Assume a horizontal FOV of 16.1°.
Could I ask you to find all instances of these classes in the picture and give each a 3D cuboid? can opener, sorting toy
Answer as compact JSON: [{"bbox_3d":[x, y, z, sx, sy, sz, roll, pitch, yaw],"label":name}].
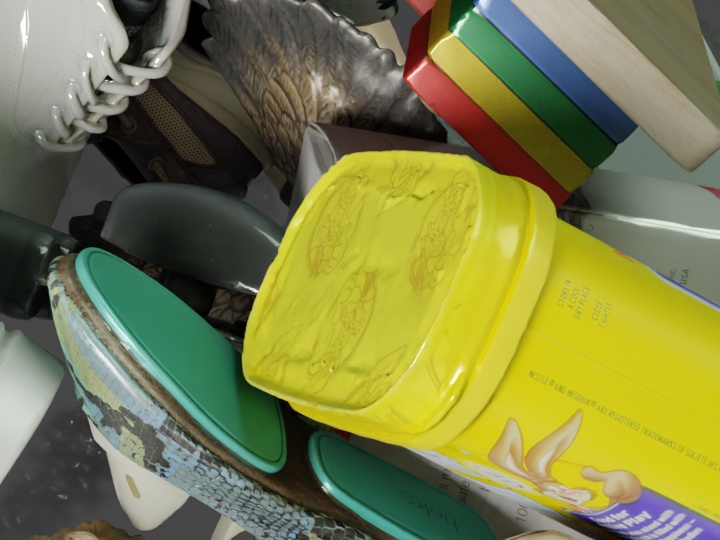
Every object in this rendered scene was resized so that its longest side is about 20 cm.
[{"bbox_3d":[-0.116,-0.012,0.898,0.199,0.067,0.053,16,-1,10],"label":"can opener"},{"bbox_3d":[0.032,-0.120,0.909,0.200,0.070,0.199,42,17,-12],"label":"sorting toy"}]

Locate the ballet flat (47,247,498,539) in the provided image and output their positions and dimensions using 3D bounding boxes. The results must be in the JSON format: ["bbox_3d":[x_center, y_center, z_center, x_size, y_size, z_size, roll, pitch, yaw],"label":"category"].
[{"bbox_3d":[-0.040,0.071,0.846,0.200,0.074,0.074,38,29,-23],"label":"ballet flat"}]

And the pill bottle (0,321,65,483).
[{"bbox_3d":[-0.197,0.008,0.801,0.200,0.109,0.109,36,31,-10],"label":"pill bottle"}]

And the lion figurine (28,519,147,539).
[{"bbox_3d":[-0.025,0.155,0.818,0.199,0.073,0.123,21,39,-10],"label":"lion figurine"}]

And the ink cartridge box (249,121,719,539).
[{"bbox_3d":[0.064,0.035,0.935,0.199,0.147,0.083,9,16,-11],"label":"ink cartridge box"}]

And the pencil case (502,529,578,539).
[{"bbox_3d":[0.083,0.141,0.834,0.078,0.090,0.200,20,-4,27],"label":"pencil case"}]

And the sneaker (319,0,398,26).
[{"bbox_3d":[-0.004,-0.145,1.091,0.080,0.074,0.200,32,-1,-13],"label":"sneaker"}]

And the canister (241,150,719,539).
[{"bbox_3d":[0.079,0.043,0.813,0.199,0.087,0.148,27,-7,-22],"label":"canister"}]

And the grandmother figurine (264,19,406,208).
[{"bbox_3d":[0.012,-0.046,1.154,0.121,0.061,0.201,-12,54,-7],"label":"grandmother figurine"}]

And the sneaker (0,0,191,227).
[{"bbox_3d":[-0.106,-0.082,0.926,0.073,0.201,0.071,2,22,-47],"label":"sneaker"}]

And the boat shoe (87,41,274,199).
[{"bbox_3d":[-0.116,-0.081,1.018,0.200,0.074,0.074,36,-6,-27],"label":"boat shoe"}]

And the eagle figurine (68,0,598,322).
[{"bbox_3d":[-0.006,0.000,1.008,0.200,0.150,0.153,27,58,-44],"label":"eagle figurine"}]

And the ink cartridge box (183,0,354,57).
[{"bbox_3d":[-0.108,-0.125,1.075,0.199,0.095,0.037,30,64,-13],"label":"ink cartridge box"}]

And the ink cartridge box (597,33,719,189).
[{"bbox_3d":[0.157,-0.009,1.160,0.200,0.084,0.147,57,10,-49],"label":"ink cartridge box"}]
